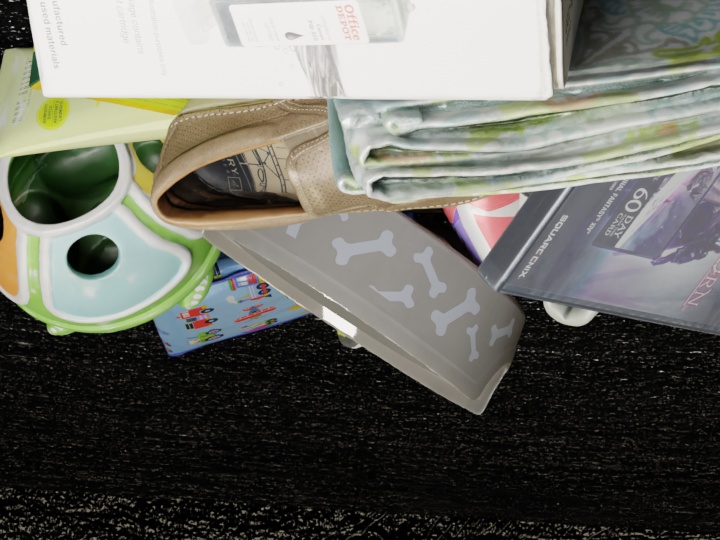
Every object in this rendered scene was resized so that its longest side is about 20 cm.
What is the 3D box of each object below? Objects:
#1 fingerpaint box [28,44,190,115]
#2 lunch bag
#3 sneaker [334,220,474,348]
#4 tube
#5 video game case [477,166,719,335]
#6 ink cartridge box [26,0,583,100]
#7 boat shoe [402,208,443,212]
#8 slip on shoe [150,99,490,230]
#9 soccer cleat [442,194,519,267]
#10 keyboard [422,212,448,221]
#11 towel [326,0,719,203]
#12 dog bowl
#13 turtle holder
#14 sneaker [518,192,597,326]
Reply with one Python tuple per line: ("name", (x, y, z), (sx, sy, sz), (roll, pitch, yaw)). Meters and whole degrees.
("fingerpaint box", (-0.038, -0.123, 1.140), (0.199, 0.074, 0.167), (9, 167, -25))
("lunch bag", (-0.046, -0.011, 1.620), (0.198, 0.095, 0.151), (-6, 164, -1))
("sneaker", (0.039, -0.003, 1.413), (0.084, 0.075, 0.200), (-23, -175, -21))
("tube", (-0.110, -0.098, 1.287), (0.198, 0.052, 0.058), (-3, -166, 16))
("video game case", (0.157, -0.037, 1.082), (0.199, 0.019, 0.143), (11, 121, -47))
("ink cartridge box", (-0.015, -0.135, 0.901), (0.198, 0.146, 0.085), (2, 127, 11))
("boat shoe", (0.105, -0.051, 1.413), (0.199, 0.069, 0.072), (8, 166, -18))
("slip on shoe", (-0.011, -0.051, 1.089), (0.199, 0.061, 0.076), (2, 130, 30))
("soccer cleat", (0.101, -0.056, 1.254), (0.068, 0.074, 0.200), (-14, -174, 34))
("keyboard", (0.091, -0.044, 1.497), (0.198, 0.021, 0.127), (4, -169, -4))
("towel", (0.067, -0.099, 0.947), (0.170, 0.201, 0.048), (-7, 126, 0))
("dog bowl", (0.000, 0.000, 1.241), (0.199, 0.059, 0.200), (32, 175, 3))
("turtle holder", (-0.138, -0.039, 1.379), (0.184, 0.142, 0.132), (3, 166, 9))
("sneaker", (0.108, -0.042, 1.098), (0.074, 0.089, 0.200), (16, 152, 19))
